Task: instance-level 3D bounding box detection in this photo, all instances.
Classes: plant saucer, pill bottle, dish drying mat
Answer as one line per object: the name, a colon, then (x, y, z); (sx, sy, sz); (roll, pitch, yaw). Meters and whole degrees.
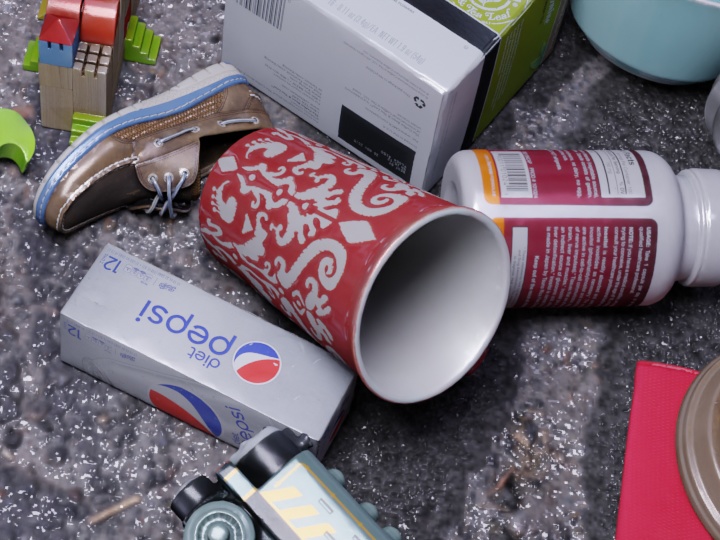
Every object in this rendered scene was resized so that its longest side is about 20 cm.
plant saucer: (0.316, 0.132, 1.254); (0.198, 0.030, 0.202); (7, 57, -11)
pill bottle: (0.161, -0.030, 1.297); (0.197, 0.113, 0.114); (0, 57, -8)
dish drying mat: (0.217, 0.155, 1.243); (0.076, 0.018, 0.202); (13, 57, 1)

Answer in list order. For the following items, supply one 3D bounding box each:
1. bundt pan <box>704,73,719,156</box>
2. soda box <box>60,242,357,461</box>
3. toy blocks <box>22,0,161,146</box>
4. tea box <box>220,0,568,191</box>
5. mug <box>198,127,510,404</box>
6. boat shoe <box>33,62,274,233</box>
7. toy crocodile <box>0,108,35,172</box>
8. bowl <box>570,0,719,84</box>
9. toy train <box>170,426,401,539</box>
bundt pan: (0.327, -0.080, 1.329); (0.201, 0.076, 0.203); (38, 28, -25)
soda box: (-0.105, 0.063, 1.228); (0.198, 0.064, 0.069); (25, 56, 8)
toy blocks: (-0.200, -0.204, 1.341); (0.099, 0.137, 0.202); (9, 57, -2)
tea box: (0.030, -0.203, 1.375); (0.199, 0.134, 0.197); (33, 59, 13)
mug: (-0.009, 0.004, 1.231); (0.133, 0.179, 0.199); (-33, 41, -25)
boat shoe: (-0.145, -0.080, 1.309); (0.199, 0.072, 0.072); (-37, 70, -26)
toy crocodile: (-0.318, -0.067, 1.263); (0.199, 0.067, 0.062); (-29, 81, -43)
bowl: (0.244, -0.222, 1.419); (0.199, 0.106, 0.202); (11, 40, -10)
toy train: (-0.028, 0.191, 1.137); (0.114, 0.085, 0.200); (-40, 73, -16)
